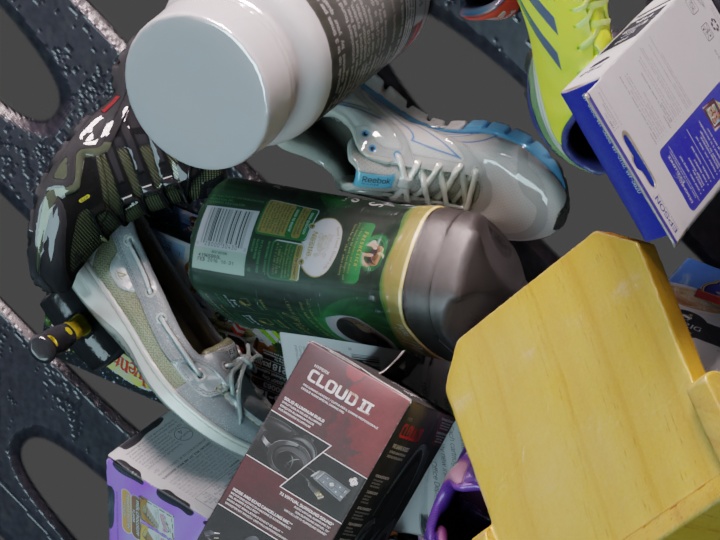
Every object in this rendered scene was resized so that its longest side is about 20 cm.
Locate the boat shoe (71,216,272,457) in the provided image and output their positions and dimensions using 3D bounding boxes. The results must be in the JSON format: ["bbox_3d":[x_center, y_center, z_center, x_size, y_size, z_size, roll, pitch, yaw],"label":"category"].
[{"bbox_3d":[-0.116,0.042,1.691,0.065,0.074,0.202,-43,81,15],"label":"boat shoe"}]

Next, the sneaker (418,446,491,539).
[{"bbox_3d":[0.069,0.174,1.584,0.080,0.088,0.201,26,129,14],"label":"sneaker"}]

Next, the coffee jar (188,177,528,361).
[{"bbox_3d":[0.000,0.000,1.575,0.199,0.086,0.104,9,162,30],"label":"coffee jar"}]

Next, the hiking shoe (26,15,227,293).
[{"bbox_3d":[-0.139,-0.064,1.644,0.100,0.076,0.201,30,89,8],"label":"hiking shoe"}]

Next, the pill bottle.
[{"bbox_3d":[-0.048,-0.143,1.518,0.113,0.200,0.114,13,121,23],"label":"pill bottle"}]

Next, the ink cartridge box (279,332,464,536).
[{"bbox_3d":[0.059,0.094,1.654,0.199,0.086,0.147,5,118,27],"label":"ink cartridge box"}]

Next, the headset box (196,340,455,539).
[{"bbox_3d":[-0.023,0.134,1.536,0.077,0.149,0.200,31,89,14],"label":"headset box"}]

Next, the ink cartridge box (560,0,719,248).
[{"bbox_3d":[0.169,-0.085,1.423,0.039,0.200,0.100,-25,100,33],"label":"ink cartridge box"}]

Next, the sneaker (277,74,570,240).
[{"bbox_3d":[0.032,-0.061,1.589,0.199,0.087,0.075,22,122,17],"label":"sneaker"}]

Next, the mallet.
[{"bbox_3d":[-0.185,0.049,1.668,0.041,0.200,0.066,-39,99,5],"label":"mallet"}]

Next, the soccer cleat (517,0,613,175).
[{"bbox_3d":[0.127,-0.137,1.465,0.084,0.065,0.201,56,166,37],"label":"soccer cleat"}]

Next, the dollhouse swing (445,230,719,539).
[{"bbox_3d":[0.173,0.104,1.459,0.181,0.176,0.200,20,136,-33],"label":"dollhouse swing"}]

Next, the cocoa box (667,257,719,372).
[{"bbox_3d":[0.215,0.120,1.548,0.133,0.131,0.201,22,123,18],"label":"cocoa box"}]

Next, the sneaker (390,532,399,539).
[{"bbox_3d":[0.012,0.211,1.752,0.199,0.078,0.078,13,116,25],"label":"sneaker"}]

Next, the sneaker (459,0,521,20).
[{"bbox_3d":[0.052,-0.238,1.484,0.075,0.085,0.201,-19,104,36],"label":"sneaker"}]

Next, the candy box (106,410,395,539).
[{"bbox_3d":[-0.075,0.214,1.720,0.200,0.071,0.168,28,135,28],"label":"candy box"}]

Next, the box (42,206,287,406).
[{"bbox_3d":[-0.123,0.028,1.755,0.199,0.038,0.137,21,123,19],"label":"box"}]
